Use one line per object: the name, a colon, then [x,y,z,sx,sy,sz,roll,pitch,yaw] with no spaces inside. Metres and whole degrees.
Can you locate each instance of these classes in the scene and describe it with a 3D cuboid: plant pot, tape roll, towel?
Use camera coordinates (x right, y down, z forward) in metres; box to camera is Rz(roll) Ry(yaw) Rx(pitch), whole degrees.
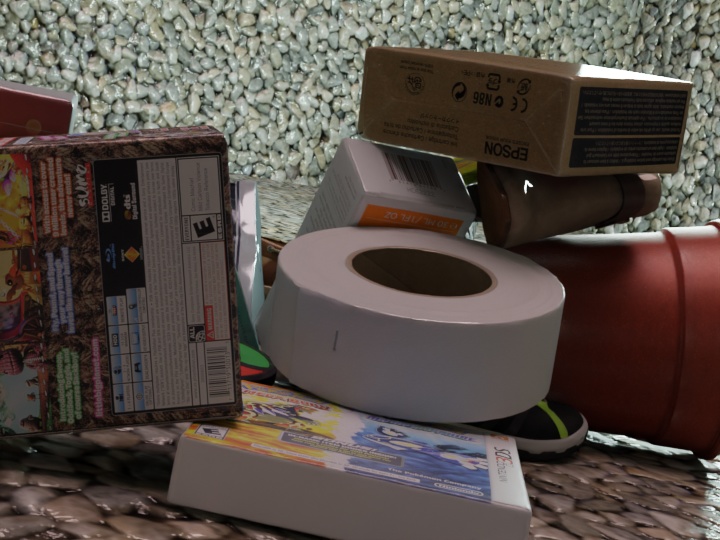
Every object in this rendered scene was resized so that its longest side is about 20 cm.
plant pot: [0.198,0.051,1.235,0.194,0.202,0.201,4,7,-3]
tape roll: [0.037,0.032,1.018,0.201,0.071,0.203,7,19,-2]
towel: [0.082,-0.087,1.302,0.086,0.018,0.200,-19,7,-10]

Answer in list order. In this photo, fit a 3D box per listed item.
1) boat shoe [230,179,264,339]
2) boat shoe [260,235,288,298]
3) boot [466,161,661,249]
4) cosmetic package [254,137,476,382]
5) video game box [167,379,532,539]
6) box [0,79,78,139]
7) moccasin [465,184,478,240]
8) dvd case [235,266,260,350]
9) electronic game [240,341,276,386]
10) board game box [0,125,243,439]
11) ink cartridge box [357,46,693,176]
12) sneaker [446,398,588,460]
boat shoe: [-0.138,-0.005,1.377,0.090,0.071,0.201,-6,41,0]
boat shoe: [-0.025,0.003,1.474,0.199,0.074,0.076,6,10,-22]
boot: [0.162,-0.057,1.151,0.145,0.071,0.200,-4,6,-4]
cosmetic package: [0.000,0.000,1.174,0.101,0.201,0.071,8,39,-25]
video game box: [-0.001,0.118,0.887,0.199,0.047,0.182,12,4,1]
box: [-0.269,-0.025,0.930,0.151,0.201,0.106,10,7,-11]
moccasin: [0.061,-0.032,1.314,0.077,0.074,0.202,-4,27,9]
dvd case: [-0.150,-0.010,1.291,0.022,0.147,0.200,-23,20,-22]
electronic game: [-0.160,0.059,1.102,0.199,0.042,0.200,12,6,-1]
board game box: [-0.173,0.004,0.846,0.198,0.161,0.097,-4,9,-9]
ink cartridge box: [0.124,-0.123,1.127,0.199,0.076,0.164,16,14,42]
sneaker: [0.094,0.091,1.109,0.199,0.083,0.072,8,8,-29]
